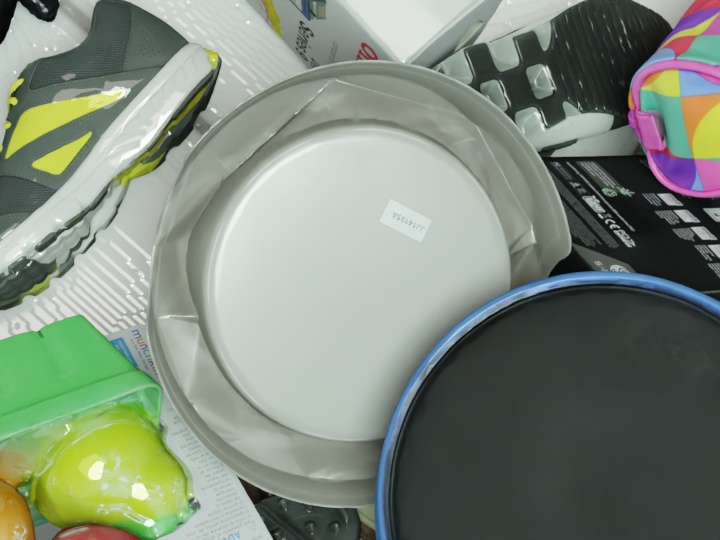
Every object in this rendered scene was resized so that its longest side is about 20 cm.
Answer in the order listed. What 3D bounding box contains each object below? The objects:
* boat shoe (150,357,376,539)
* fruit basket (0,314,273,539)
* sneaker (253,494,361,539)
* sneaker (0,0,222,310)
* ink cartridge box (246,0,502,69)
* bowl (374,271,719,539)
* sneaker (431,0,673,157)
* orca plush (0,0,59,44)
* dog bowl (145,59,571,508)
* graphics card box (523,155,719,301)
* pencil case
[{"bbox_3d":[-0.038,0.110,0.759,0.202,0.075,0.075,38,91,-5],"label":"boat shoe"},{"bbox_3d":[-0.135,0.127,0.655,0.184,0.094,0.201,-20,64,-26],"label":"fruit basket"},{"bbox_3d":[-0.071,0.188,0.727,0.066,0.091,0.200,38,84,15],"label":"sneaker"},{"bbox_3d":[-0.163,-0.061,0.792,0.085,0.075,0.200,40,71,6],"label":"sneaker"},{"bbox_3d":[-0.023,-0.184,0.778,0.087,0.145,0.200,-43,89,-9],"label":"ink cartridge box"},{"bbox_3d":[0.100,0.095,0.616,0.199,0.039,0.202,-4,72,12],"label":"bowl"},{"bbox_3d":[0.093,-0.099,0.821,0.199,0.088,0.075,-15,87,-33],"label":"sneaker"},{"bbox_3d":[-0.183,-0.154,0.788,0.071,0.105,0.201,26,42,-35],"label":"orca plush"},{"bbox_3d":[-0.004,0.004,0.685,0.198,0.059,0.202,-2,100,-14],"label":"dog bowl"},{"bbox_3d":[0.171,-0.009,0.759,0.199,0.126,0.051,-3,127,-29],"label":"graphics card box"},{"bbox_3d":[0.209,-0.121,0.786,0.088,0.088,0.200,42,48,0],"label":"pencil case"}]
